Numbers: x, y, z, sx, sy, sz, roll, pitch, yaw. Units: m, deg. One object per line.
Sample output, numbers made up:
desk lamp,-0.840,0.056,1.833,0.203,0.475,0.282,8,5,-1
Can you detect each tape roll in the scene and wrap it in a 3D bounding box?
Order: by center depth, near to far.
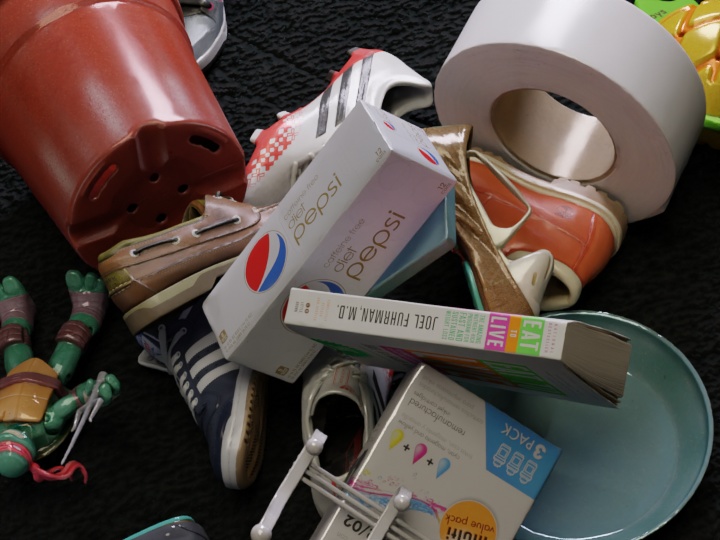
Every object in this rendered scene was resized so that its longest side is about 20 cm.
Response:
tape roll,0.159,-0.125,1.417,0.201,0.203,0.071,17,58,21

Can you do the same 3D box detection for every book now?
book,0.066,0.046,1.254,0.198,0.133,0.049,7,80,28

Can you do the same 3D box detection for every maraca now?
maraca,0.273,-0.165,1.483,0.136,0.108,0.200,-24,45,-29

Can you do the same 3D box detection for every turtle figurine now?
turtle figurine,-0.251,0.086,1.405,0.148,0.101,0.201,8,40,-2

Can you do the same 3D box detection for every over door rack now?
over door rack,-0.022,0.224,1.175,0.147,0.067,0.201,33,86,-1

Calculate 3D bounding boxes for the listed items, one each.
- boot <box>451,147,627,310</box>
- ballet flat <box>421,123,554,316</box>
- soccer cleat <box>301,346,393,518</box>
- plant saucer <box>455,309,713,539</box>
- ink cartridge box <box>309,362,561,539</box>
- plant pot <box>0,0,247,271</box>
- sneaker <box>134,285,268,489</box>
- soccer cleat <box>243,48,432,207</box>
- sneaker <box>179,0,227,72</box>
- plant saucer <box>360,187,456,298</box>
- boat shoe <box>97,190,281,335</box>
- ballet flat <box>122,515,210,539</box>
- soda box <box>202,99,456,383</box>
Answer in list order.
boot,0.094,-0.031,1.426,0.198,0.076,0.108,15,46,20
ballet flat,0.097,-0.019,1.355,0.072,0.068,0.202,-24,77,2
soccer cleat,-0.012,0.091,1.365,0.068,0.086,0.202,-5,55,7
plant saucer,0.154,0.122,1.345,0.198,0.036,0.202,-5,54,7
ink cartridge box,0.035,0.178,1.252,0.114,0.068,0.201,31,81,-1
plant pot,-0.193,-0.111,1.458,0.199,0.202,0.196,-27,50,-10
sneaker,-0.125,0.080,1.402,0.107,0.070,0.201,-1,48,3
soccer cleat,-0.022,-0.102,1.507,0.085,0.069,0.200,26,59,30
sneaker,-0.147,-0.274,1.625,0.083,0.121,0.202,3,56,12
plant saucer,0.000,0.000,1.357,0.199,0.019,0.070,-34,41,36
boat shoe,-0.103,-0.028,1.390,0.199,0.072,0.068,-30,87,-33
ballet flat,-0.195,0.235,1.309,0.198,0.073,0.073,-19,54,-7
soda box,-0.025,-0.018,1.319,0.200,0.068,0.064,-51,42,20
